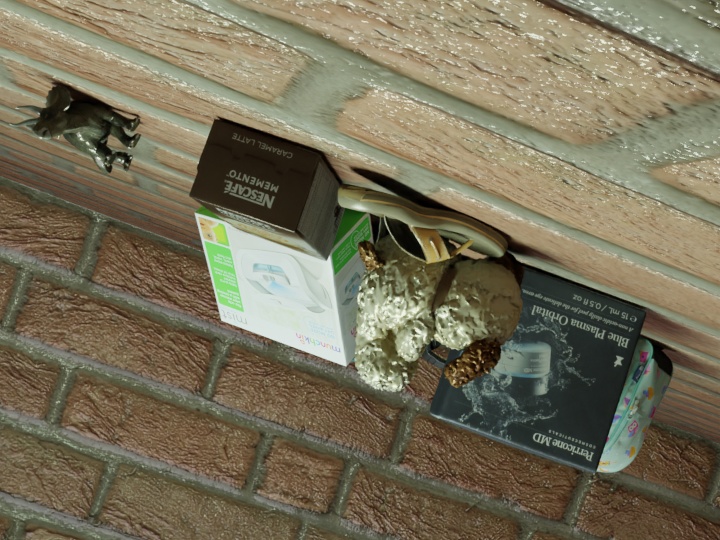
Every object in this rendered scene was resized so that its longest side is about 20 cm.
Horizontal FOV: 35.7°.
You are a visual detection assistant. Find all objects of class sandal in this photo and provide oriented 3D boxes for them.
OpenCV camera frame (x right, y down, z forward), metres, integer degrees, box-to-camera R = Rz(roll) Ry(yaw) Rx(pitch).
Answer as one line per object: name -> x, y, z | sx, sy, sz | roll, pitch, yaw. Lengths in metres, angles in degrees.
sandal -> 0.057, -0.038, 1.109 | 0.199, 0.055, 0.080 | 15, 179, -35

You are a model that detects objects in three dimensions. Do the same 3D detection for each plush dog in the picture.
plush dog -> 0.088, 0.027, 1.182 | 0.170, 0.201, 0.161 | 13, 152, 18

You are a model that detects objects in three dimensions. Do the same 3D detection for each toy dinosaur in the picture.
toy dinosaur -> -0.303, -0.159, 1.251 | 0.102, 0.077, 0.200 | 31, 180, 1

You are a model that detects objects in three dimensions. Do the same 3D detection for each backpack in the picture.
backpack -> 0.333, 0.181, 1.610 | 0.175, 0.202, 0.153 | 16, 174, 43

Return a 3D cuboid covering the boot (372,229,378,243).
boot -> 0.055, 0.005, 1.474 | 0.156, 0.080, 0.211 | 15, 167, -1

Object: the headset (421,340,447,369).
headset -> 0.129, 0.084, 1.960 | 0.199, 0.124, 0.094 | 37, 150, 2

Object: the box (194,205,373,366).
box -> -0.083, -0.003, 1.364 | 0.199, 0.097, 0.178 | 18, 134, 28

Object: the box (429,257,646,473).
box -> 0.208, 0.111, 1.326 | 0.195, 0.202, 0.117 | 19, 175, -1

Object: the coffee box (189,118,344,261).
coffee box -> -0.088, -0.076, 1.136 | 0.113, 0.080, 0.200 | 18, 175, 10
